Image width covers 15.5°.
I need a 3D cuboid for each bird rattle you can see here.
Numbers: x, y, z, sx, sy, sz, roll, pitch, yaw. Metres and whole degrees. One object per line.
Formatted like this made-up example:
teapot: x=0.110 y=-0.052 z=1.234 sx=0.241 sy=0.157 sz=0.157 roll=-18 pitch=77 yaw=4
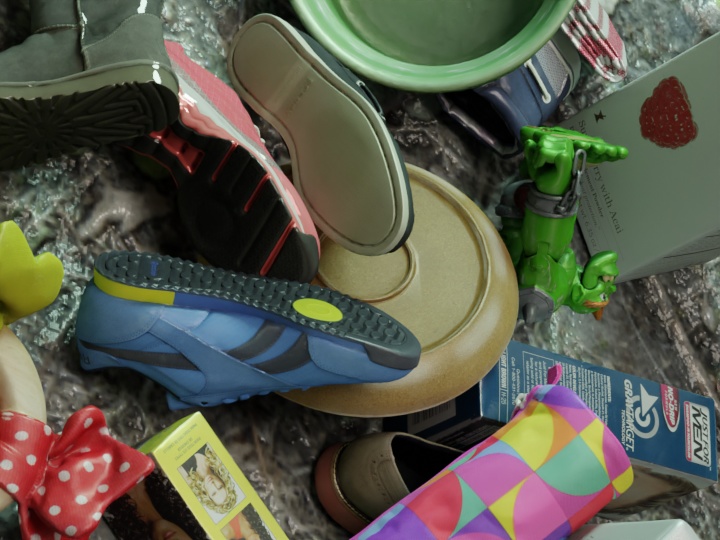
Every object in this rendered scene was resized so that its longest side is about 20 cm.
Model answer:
bird rattle: x=-0.218 y=0.079 z=1.445 sx=0.162 sy=0.112 sz=0.201 roll=-19 pitch=97 yaw=-31

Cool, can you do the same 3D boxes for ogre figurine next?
ogre figurine: x=0.120 y=-0.031 z=1.713 sx=0.098 sy=0.200 sz=0.121 roll=9 pitch=97 yaw=-16

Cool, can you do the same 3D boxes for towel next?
towel: x=0.123 y=-0.218 z=1.837 sx=0.200 sy=0.030 sz=0.146 roll=56 pitch=12 yaw=-6

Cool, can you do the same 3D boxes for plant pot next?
plant pot: x=0.000 y=0.000 z=1.611 sx=0.199 sy=0.028 sz=0.201 roll=4 pitch=52 yaw=-5

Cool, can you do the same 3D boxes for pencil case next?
pencil case: x=0.067 y=0.148 z=1.554 sx=0.200 sy=0.088 sz=0.089 roll=-39 pitch=98 yaw=-15

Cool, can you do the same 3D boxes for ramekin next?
ramekin: x=0.050 y=-0.209 z=1.705 sx=0.098 sy=0.199 sz=0.201 roll=28 pitch=39 yaw=-83

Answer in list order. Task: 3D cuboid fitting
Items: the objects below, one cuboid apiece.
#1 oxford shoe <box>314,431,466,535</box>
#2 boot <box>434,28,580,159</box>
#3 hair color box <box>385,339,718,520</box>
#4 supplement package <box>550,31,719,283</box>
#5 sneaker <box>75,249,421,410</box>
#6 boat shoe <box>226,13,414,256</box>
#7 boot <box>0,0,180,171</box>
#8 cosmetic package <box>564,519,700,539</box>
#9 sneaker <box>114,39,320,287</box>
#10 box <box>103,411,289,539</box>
oxford shoe: x=0.069 y=0.156 z=1.636 sx=0.199 sy=0.075 sz=0.071 roll=25 pitch=56 yaw=-30
boot: x=0.062 y=-0.172 z=1.778 sx=0.200 sy=0.073 sz=0.090 roll=44 pitch=52 yaw=-11
hair color box: x=0.123 y=0.102 z=1.688 sx=0.199 sy=0.100 sz=0.061 roll=16 pitch=62 yaw=-33
supplement package: x=0.248 y=-0.085 z=1.806 sx=0.119 sy=0.200 sz=0.122 roll=-10 pitch=77 yaw=-42
sneaker: x=-0.066 y=0.046 z=1.533 sx=0.199 sy=0.079 sz=0.066 roll=11 pitch=19 yaw=0
boat shoe: x=-0.011 y=-0.077 z=1.613 sx=0.066 sy=0.075 sz=0.199 roll=22 pitch=21 yaw=-48
boot: x=-0.187 y=-0.158 z=1.557 sx=0.181 sy=0.073 sz=0.201 roll=-7 pitch=55 yaw=-3
cosmetic package: x=0.134 y=0.259 z=1.531 sx=0.166 sy=0.200 sz=0.168 roll=-40 pitch=98 yaw=-21
sneaker: x=-0.081 y=-0.074 z=1.594 sx=0.200 sy=0.074 sz=0.087 roll=49 pitch=32 yaw=14
box: x=-0.069 y=0.183 z=1.513 sx=0.200 sy=0.075 sz=0.050 roll=54 pitch=46 yaw=-5
